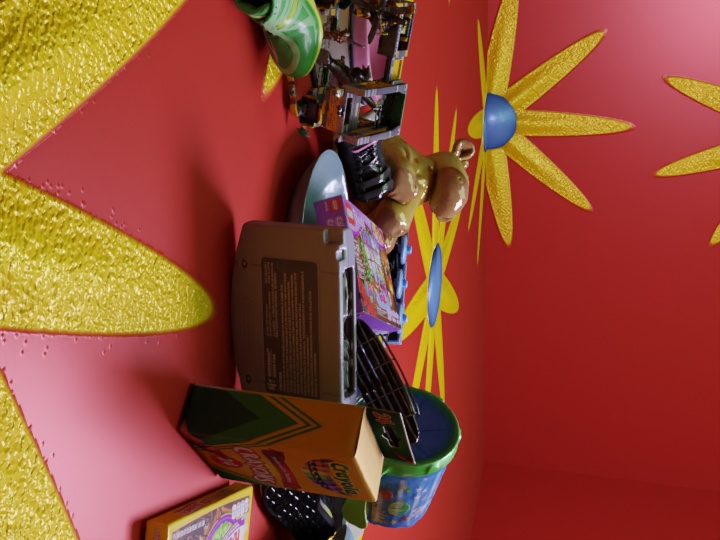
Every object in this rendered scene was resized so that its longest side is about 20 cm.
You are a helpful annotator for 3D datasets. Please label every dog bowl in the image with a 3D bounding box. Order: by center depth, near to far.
[{"bbox_3d":[-0.004,-0.306,1.157,0.200,0.073,0.204,5,90,-76],"label":"dog bowl"}]

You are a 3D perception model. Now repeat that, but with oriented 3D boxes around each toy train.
[{"bbox_3d":[0.035,0.023,1.406,0.114,0.085,0.203,61,33,-81],"label":"toy train"}]

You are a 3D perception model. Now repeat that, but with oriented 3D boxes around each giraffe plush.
[{"bbox_3d":[0.088,-0.124,1.307,0.173,0.160,0.202,124,-33,-51],"label":"giraffe plush"}]

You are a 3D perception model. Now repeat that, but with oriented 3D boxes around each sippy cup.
[{"bbox_3d":[0.043,0.230,1.068,0.140,0.175,0.132,-126,-144,-48],"label":"sippy cup"}]

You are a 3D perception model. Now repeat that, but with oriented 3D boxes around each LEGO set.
[{"bbox_3d":[-0.022,-0.224,0.959,0.115,0.152,0.202,-26,138,-57],"label":"LEGO set"}]

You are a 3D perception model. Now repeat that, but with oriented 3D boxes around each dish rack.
[{"bbox_3d":[-0.019,0.134,0.936,0.054,0.199,0.155,-23,84,-49],"label":"dish rack"}]

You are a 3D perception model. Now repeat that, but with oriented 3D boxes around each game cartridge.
[{"bbox_3d":[-0.067,0.053,0.881,0.041,0.131,0.203,-23,116,-62],"label":"game cartridge"}]

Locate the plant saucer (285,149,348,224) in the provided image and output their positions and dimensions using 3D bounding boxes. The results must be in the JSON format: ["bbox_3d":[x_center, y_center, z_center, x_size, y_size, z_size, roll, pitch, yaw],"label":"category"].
[{"bbox_3d":[-0.057,-0.046,1.090,0.201,0.038,0.204,4,90,-77],"label":"plant saucer"}]

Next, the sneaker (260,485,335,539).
[{"bbox_3d":[-0.080,0.258,1.078,0.201,0.071,0.084,79,-4,-48],"label":"sneaker"}]

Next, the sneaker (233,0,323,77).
[{"bbox_3d":[-0.090,-0.265,0.867,0.084,0.074,0.201,-49,153,-25],"label":"sneaker"}]

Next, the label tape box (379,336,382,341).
[{"bbox_3d":[-0.011,0.087,1.214,0.201,0.062,0.146,-88,166,-53],"label":"label tape box"}]

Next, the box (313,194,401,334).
[{"bbox_3d":[0.000,0.000,1.090,0.200,0.039,0.139,32,46,-73],"label":"box"}]

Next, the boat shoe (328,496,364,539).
[{"bbox_3d":[-0.022,0.273,1.167,0.072,0.060,0.204,-42,141,-46],"label":"boat shoe"}]

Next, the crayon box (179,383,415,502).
[{"bbox_3d":[-0.054,0.164,0.833,0.128,0.197,0.051,72,27,-56],"label":"crayon box"}]

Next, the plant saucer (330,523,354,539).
[{"bbox_3d":[-0.052,0.409,1.090,0.202,0.027,0.200,-62,-179,1],"label":"plant saucer"}]

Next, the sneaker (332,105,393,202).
[{"bbox_3d":[0.011,-0.143,1.136,0.200,0.070,0.100,159,-92,-86],"label":"sneaker"}]

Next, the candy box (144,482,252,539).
[{"bbox_3d":[-0.150,0.266,0.834,0.200,0.026,0.104,14,84,-76],"label":"candy box"}]
